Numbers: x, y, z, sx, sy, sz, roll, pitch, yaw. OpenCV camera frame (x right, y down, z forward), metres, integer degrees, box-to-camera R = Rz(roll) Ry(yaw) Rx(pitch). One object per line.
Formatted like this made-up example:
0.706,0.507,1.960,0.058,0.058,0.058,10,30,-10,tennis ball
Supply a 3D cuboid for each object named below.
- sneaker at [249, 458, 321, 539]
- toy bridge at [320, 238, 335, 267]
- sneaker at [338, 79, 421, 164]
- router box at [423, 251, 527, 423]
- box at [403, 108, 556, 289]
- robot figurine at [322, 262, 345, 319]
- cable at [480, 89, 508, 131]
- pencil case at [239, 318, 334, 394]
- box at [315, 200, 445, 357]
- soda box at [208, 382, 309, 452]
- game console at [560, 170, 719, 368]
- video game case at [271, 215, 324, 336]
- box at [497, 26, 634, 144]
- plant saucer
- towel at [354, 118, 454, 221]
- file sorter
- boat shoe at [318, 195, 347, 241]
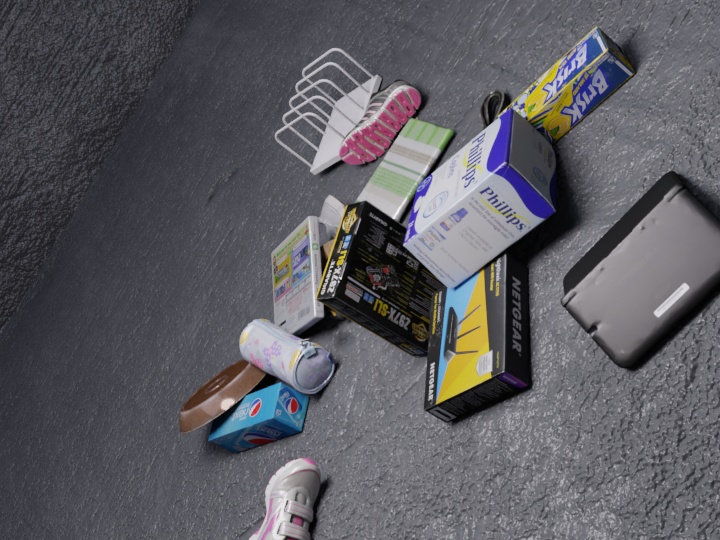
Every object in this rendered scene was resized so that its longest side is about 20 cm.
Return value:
-0.105,0.381,1.505,0.088,0.081,0.200,20,89,59,sneaker
-0.078,-0.014,1.831,0.067,0.027,0.200,-29,-5,-33,toy bridge
0.035,-0.283,1.899,0.200,0.074,0.088,-45,26,24,sneaker
0.159,0.091,1.383,0.149,0.051,0.200,-33,37,38,router box
0.173,-0.105,1.439,0.200,0.105,0.184,-39,19,29,box
0.000,0.000,1.703,0.200,0.058,0.145,-30,39,40,robot figurine
0.194,-0.211,1.606,0.097,0.050,0.200,2,66,56,cable
-0.129,0.143,1.717,0.083,0.091,0.200,-41,30,-21,pencil case
0.042,0.014,1.483,0.049,0.200,0.160,-10,55,51,box
-0.177,0.256,1.735,0.200,0.064,0.068,-26,43,45,soda box
0.348,-0.005,1.219,0.200,0.116,0.176,-49,61,19,game console
-0.113,0.022,1.790,0.200,0.022,0.182,142,127,-60,video game case
0.298,-0.257,1.478,0.200,0.064,0.070,-42,33,28,box
-0.253,0.217,1.822,0.200,0.035,0.200,-35,11,7,plant saucer
0.078,-0.171,1.780,0.200,0.031,0.149,-56,32,0,towel
-0.067,-0.324,2.017,0.139,0.124,0.200,-24,38,45,file sorter
-0.033,-0.081,1.817,0.069,0.072,0.200,-60,30,7,boat shoe
